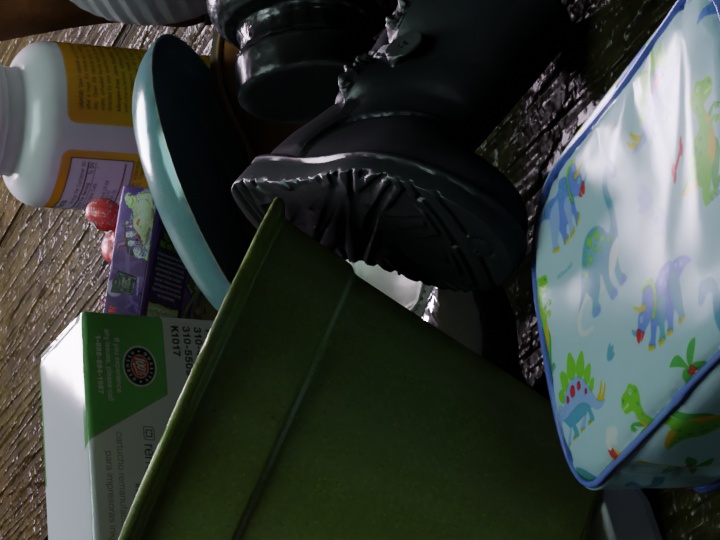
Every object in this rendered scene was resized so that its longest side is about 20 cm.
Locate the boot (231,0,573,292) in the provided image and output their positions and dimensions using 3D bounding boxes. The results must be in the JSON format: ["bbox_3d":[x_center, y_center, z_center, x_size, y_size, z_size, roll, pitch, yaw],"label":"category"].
[{"bbox_3d":[0.046,-0.078,1.133,0.168,0.076,0.200,-49,28,-20],"label":"boot"}]

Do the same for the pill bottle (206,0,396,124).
[{"bbox_3d":[-0.037,-0.193,1.399,0.112,0.112,0.200,136,133,-60],"label":"pill bottle"}]

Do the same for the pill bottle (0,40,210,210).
[{"bbox_3d":[-0.178,-0.096,1.623,0.113,0.200,0.113,-177,90,-68],"label":"pill bottle"}]

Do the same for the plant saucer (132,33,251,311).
[{"bbox_3d":[-0.090,-0.046,1.453,0.200,0.027,0.200,-22,-90,-78],"label":"plant saucer"}]

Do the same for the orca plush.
[{"bbox_3d":[0.042,0.048,1.222,0.071,0.105,0.200,-54,-37,-56],"label":"orca plush"}]

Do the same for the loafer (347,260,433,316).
[{"bbox_3d":[0.000,0.000,1.330,0.200,0.070,0.070,179,102,-68],"label":"loafer"}]

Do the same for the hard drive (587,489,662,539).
[{"bbox_3d":[0.101,0.212,1.112,0.200,0.027,0.132,115,150,-43],"label":"hard drive"}]

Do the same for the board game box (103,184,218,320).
[{"bbox_3d":[-0.109,0.021,1.496,0.200,0.032,0.120,26,-104,-72],"label":"board game box"}]

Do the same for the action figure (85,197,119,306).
[{"bbox_3d":[-0.134,0.004,1.528,0.200,0.052,0.066,67,-139,-63],"label":"action figure"}]

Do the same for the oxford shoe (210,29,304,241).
[{"bbox_3d":[-0.042,-0.095,1.488,0.071,0.071,0.200,-39,47,27],"label":"oxford shoe"}]

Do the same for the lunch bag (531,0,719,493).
[{"bbox_3d":[0.141,-0.013,0.965,0.200,0.082,0.161,124,143,-54],"label":"lunch bag"}]

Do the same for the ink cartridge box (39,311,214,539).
[{"bbox_3d":[-0.067,0.107,1.320,0.084,0.200,0.145,138,131,-57],"label":"ink cartridge box"}]

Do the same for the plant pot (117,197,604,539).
[{"bbox_3d":[0.007,0.094,1.104,0.200,0.190,0.200,-157,90,-89],"label":"plant pot"}]

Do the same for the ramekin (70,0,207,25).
[{"bbox_3d":[-0.136,-0.253,1.551,0.105,0.200,0.200,68,-167,-64],"label":"ramekin"}]

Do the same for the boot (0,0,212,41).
[{"bbox_3d":[-0.187,-0.233,1.658,0.069,0.200,0.189,102,159,-58],"label":"boot"}]
